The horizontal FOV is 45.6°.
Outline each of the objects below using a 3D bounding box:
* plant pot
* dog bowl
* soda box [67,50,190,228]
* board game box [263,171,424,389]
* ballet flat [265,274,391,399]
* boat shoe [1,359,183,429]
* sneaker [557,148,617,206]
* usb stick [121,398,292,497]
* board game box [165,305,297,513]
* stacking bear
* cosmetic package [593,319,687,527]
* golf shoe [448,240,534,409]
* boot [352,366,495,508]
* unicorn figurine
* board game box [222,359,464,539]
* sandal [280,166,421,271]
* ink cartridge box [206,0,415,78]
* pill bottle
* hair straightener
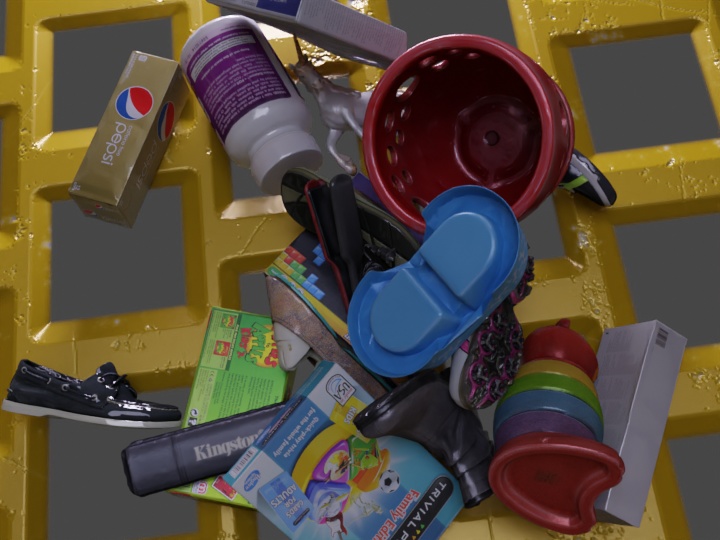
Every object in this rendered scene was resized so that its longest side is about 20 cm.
[{"bbox_3d":[0.125,-0.136,0.904,0.199,0.182,0.202,3,97,25],"label":"plant pot"},{"bbox_3d":[0.075,0.015,0.802,0.200,0.049,0.112,-48,57,14],"label":"dog bowl"},{"bbox_3d":[-0.274,-0.157,1.027,0.064,0.068,0.201,15,70,7],"label":"soda box"},{"bbox_3d":[0.020,0.012,0.958,0.200,0.057,0.165,38,76,15],"label":"board game box"},{"bbox_3d":[-0.043,0.093,0.889,0.200,0.068,0.067,47,72,-8],"label":"ballet flat"},{"bbox_3d":[-0.282,0.129,0.914,0.198,0.074,0.067,5,81,14],"label":"boat shoe"},{"bbox_3d":[0.206,-0.123,1.011,0.200,0.072,0.083,39,103,14],"label":"sneaker"},{"bbox_3d":[-0.139,0.176,0.861,0.199,0.033,0.056,-15,73,-5],"label":"usb stick"},{"bbox_3d":[-0.130,0.147,0.916,0.101,0.048,0.201,9,70,5],"label":"board game box"},{"bbox_3d":[0.192,0.135,0.852,0.113,0.122,0.200,16,40,4],"label":"stacking bear"},{"bbox_3d":[0.267,0.154,0.876,0.050,0.082,0.201,29,70,-19],"label":"cosmetic package"},{"bbox_3d":[0.116,0.053,0.863,0.092,0.073,0.201,-14,44,39],"label":"golf shoe"},{"bbox_3d":[0.081,0.165,0.814,0.070,0.200,0.132,-35,75,29],"label":"boot"},{"bbox_3d":[-0.004,-0.185,1.005,0.199,0.074,0.138,-3,63,-48],"label":"unicorn figurine"},{"bbox_3d":[-0.009,0.211,0.839,0.200,0.047,0.151,45,75,-13],"label":"board game box"},{"bbox_3d":[-0.001,-0.053,0.919,0.201,0.080,0.057,40,37,23],"label":"sandal"},{"bbox_3d":[-0.043,-0.276,0.965,0.199,0.199,0.041,30,103,46],"label":"ink cartridge box"},{"bbox_3d":[-0.125,-0.192,1.012,0.112,0.112,0.201,-27,70,-8],"label":"pill bottle"},{"bbox_3d":[0.000,0.000,0.867,0.077,0.041,0.201,-9,95,40],"label":"hair straightener"}]
